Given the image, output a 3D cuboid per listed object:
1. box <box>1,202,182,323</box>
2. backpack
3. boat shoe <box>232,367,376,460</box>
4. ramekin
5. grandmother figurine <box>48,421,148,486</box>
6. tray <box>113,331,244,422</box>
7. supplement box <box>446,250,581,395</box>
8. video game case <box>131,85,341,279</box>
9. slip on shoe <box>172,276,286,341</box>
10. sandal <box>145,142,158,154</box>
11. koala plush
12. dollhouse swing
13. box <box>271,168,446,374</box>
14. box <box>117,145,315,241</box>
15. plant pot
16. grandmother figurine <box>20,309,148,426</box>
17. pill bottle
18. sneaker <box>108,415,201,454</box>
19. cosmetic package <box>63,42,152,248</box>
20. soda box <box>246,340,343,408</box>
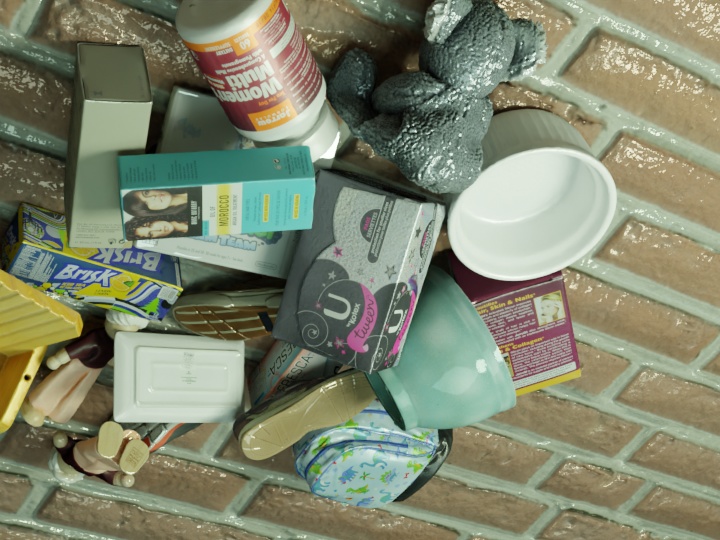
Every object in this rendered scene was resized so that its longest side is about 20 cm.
[{"bbox_3d":[-0.308,-0.007,1.675,0.200,0.070,0.064,19,127,-29],"label":"box"},{"bbox_3d":[0.002,0.243,1.961,0.200,0.154,0.163,29,128,-20],"label":"backpack"},{"bbox_3d":[-0.069,0.166,1.820,0.200,0.065,0.072,-28,128,-15],"label":"boat shoe"},{"bbox_3d":[0.189,-0.093,1.705,0.200,0.098,0.201,-8,134,-8],"label":"ramekin"},{"bbox_3d":[-0.338,0.236,1.841,0.121,0.061,0.200,48,148,-18],"label":"grandmother figurine"},{"bbox_3d":[-0.214,0.131,1.777,0.200,0.108,0.022,6,170,-44],"label":"tray"},{"bbox_3d":[0.195,0.057,1.845,0.131,0.103,0.200,-16,136,1],"label":"supplement box"},{"bbox_3d":[-0.136,-0.094,1.616,0.199,0.024,0.183,12,101,-24],"label":"video game case"},{"bbox_3d":[-0.129,0.039,1.777,0.199,0.061,0.076,-5,138,16],"label":"slip on shoe"},{"bbox_3d":[-0.157,-0.096,1.646,0.200,0.045,0.075,22,97,-26],"label":"sandal"},{"bbox_3d":[0.096,-0.201,1.541,0.177,0.184,0.200,23,112,-32],"label":"koala plush"},{"bbox_3d":[-0.447,0.099,1.657,0.176,0.182,0.200,4,156,48],"label":"dollhouse swing"},{"bbox_3d":[0.000,0.000,1.642,0.132,0.115,0.201,19,98,17],"label":"box"},{"bbox_3d":[-0.150,-0.080,1.511,0.199,0.049,0.082,-5,141,-9],"label":"box"},{"bbox_3d":[0.078,0.112,1.764,0.134,0.200,0.201,-29,136,-10],"label":"plant pot"},{"bbox_3d":[-0.329,0.108,1.776,0.200,0.061,0.121,-47,169,20],"label":"grandmother figurine"},{"bbox_3d":[-0.102,-0.205,1.506,0.109,0.110,0.200,-23,130,8],"label":"pill bottle"},{"bbox_3d":[-0.245,0.196,1.886,0.200,0.077,0.082,-29,154,27],"label":"sneaker"},{"bbox_3d":[-0.271,-0.130,1.546,0.073,0.104,0.200,2,134,-17],"label":"cosmetic package"},{"bbox_3d":[-0.066,0.107,1.853,0.068,0.064,0.200,19,126,-29],"label":"soda box"}]
